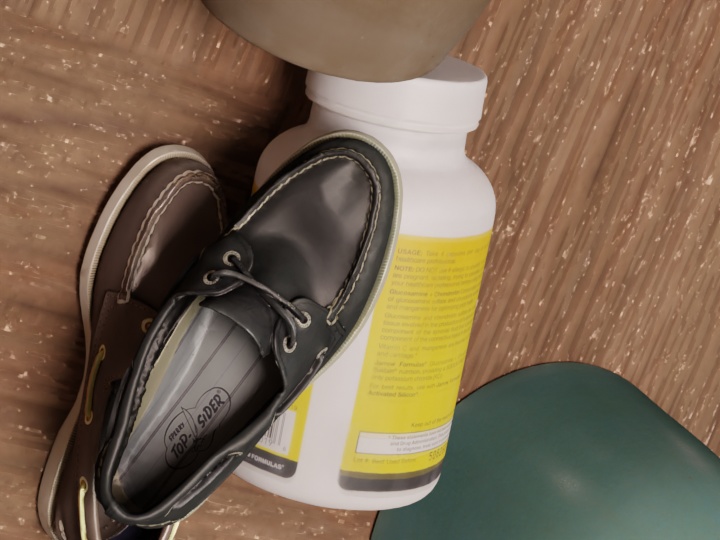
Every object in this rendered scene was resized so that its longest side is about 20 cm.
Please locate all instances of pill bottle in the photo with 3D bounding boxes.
[{"bbox_3d":[0.000,0.000,1.119,0.112,0.112,0.201,2,108,-32],"label":"pill bottle"}]

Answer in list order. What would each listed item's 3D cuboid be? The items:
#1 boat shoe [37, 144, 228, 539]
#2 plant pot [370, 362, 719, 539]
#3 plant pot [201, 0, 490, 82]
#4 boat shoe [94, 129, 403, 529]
[{"bbox_3d":[-0.095,0.045,1.109,0.072,0.059,0.201,9,104,-33],"label":"boat shoe"},{"bbox_3d":[0.127,0.168,1.237,0.200,0.161,0.201,-12,115,-27],"label":"plant pot"},{"bbox_3d":[0.010,-0.181,1.021,0.199,0.200,0.174,0,124,-32],"label":"plant pot"},{"bbox_3d":[-0.052,0.028,1.035,0.074,0.066,0.200,41,99,4],"label":"boat shoe"}]
